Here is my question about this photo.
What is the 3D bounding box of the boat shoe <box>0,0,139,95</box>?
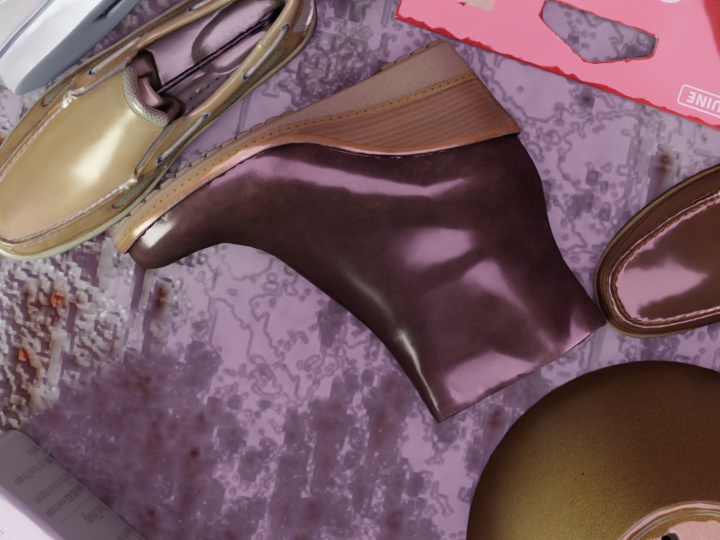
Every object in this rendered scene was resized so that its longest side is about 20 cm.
[{"bbox_3d":[-0.119,-0.177,1.381,0.202,0.075,0.086,-41,83,28],"label":"boat shoe"}]

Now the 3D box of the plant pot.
[{"bbox_3d":[0.146,0.139,1.343,0.186,0.200,0.187,0,91,0],"label":"plant pot"}]

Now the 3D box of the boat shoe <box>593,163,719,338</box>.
[{"bbox_3d":[0.206,-0.025,1.402,0.200,0.068,0.072,-23,92,1],"label":"boat shoe"}]

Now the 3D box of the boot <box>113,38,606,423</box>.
[{"bbox_3d":[0.000,0.000,1.400,0.200,0.072,0.166,-26,90,-3],"label":"boot"}]

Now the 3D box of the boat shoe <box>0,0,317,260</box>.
[{"bbox_3d":[-0.108,-0.080,1.396,0.200,0.076,0.072,-43,92,2],"label":"boat shoe"}]

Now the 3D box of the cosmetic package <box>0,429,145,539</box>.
[{"bbox_3d":[-0.149,0.203,1.361,0.200,0.165,0.165,42,92,-1],"label":"cosmetic package"}]

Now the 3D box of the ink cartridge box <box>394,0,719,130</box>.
[{"bbox_3d":[0.136,-0.175,1.409,0.200,0.045,0.176,19,91,0],"label":"ink cartridge box"}]
